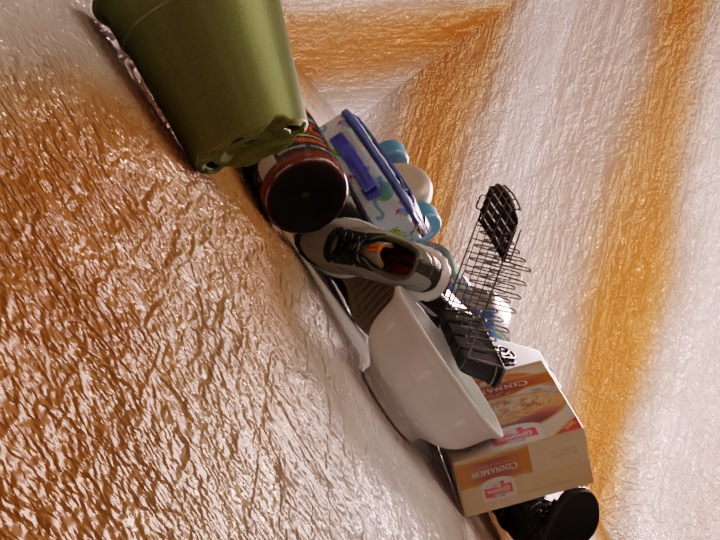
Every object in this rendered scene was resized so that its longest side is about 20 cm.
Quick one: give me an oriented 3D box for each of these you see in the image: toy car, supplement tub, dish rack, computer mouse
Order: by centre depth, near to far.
[{"bbox_3d":[0.144,0.010,1.516,0.054,0.202,0.154,13,19,-14],"label":"dish rack"},{"bbox_3d":[-0.090,-0.137,1.646,0.107,0.107,0.201,50,7,-38],"label":"supplement tub"},{"bbox_3d":[0.101,0.062,1.687,0.200,0.046,0.140,44,14,11],"label":"computer mouse"},{"bbox_3d":[0.027,-0.069,2.213,0.201,0.175,0.185,91,-20,-47],"label":"toy car"}]

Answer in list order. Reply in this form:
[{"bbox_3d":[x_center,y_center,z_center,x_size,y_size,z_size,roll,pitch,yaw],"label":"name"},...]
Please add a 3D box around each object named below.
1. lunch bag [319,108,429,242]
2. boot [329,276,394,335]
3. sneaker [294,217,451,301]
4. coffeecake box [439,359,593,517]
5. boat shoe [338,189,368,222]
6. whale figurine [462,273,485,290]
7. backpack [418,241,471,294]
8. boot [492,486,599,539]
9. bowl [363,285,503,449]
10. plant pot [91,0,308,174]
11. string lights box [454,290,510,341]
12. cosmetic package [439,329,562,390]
[{"bbox_3d":[0.014,-0.126,1.975,0.201,0.082,0.161,57,1,26],"label":"lunch bag"},{"bbox_3d":[0.000,0.000,1.763,0.200,0.072,0.166,51,8,-10],"label":"boot"},{"bbox_3d":[0.007,-0.024,1.587,0.198,0.075,0.079,15,-9,28],"label":"sneaker"},{"bbox_3d":[0.170,0.192,1.598,0.200,0.152,0.074,-109,-175,-71],"label":"coffeecake box"},{"bbox_3d":[-0.054,-0.106,1.876,0.202,0.073,0.063,51,-18,21],"label":"boat shoe"},{"bbox_3d":[0.158,0.079,2.203,0.200,0.159,0.104,40,30,-3],"label":"whale figurine"},{"bbox_3d":[0.091,0.030,2.034,0.167,0.126,0.200,50,-3,-4],"label":"backpack"},{"bbox_3d":[0.199,0.271,1.625,0.201,0.069,0.175,105,-31,-42],"label":"boot"},{"bbox_3d":[0.066,0.124,1.509,0.202,0.090,0.201,54,6,-8],"label":"bowl"},{"bbox_3d":[-0.141,-0.205,1.355,0.200,0.198,0.192,24,44,-79],"label":"plant pot"},{"bbox_3d":[0.167,0.138,1.897,0.103,0.058,0.202,39,51,-63],"label":"string lights box"},{"bbox_3d":[0.148,0.132,1.757,0.198,0.075,0.102,18,22,-20],"label":"cosmetic package"}]
